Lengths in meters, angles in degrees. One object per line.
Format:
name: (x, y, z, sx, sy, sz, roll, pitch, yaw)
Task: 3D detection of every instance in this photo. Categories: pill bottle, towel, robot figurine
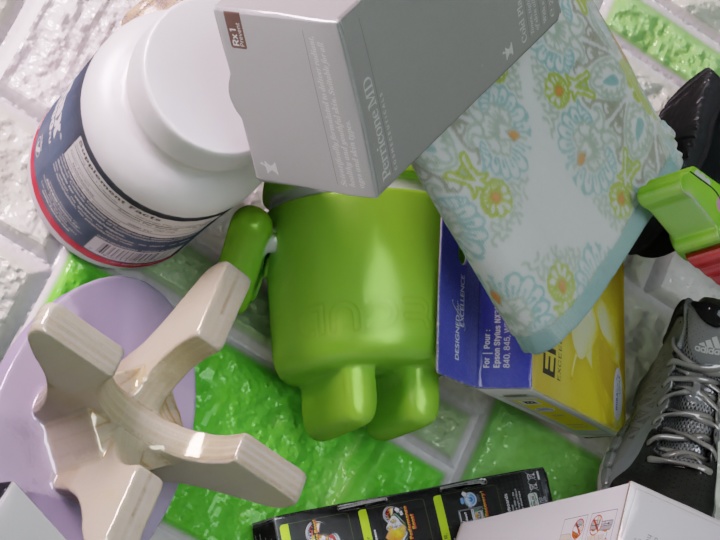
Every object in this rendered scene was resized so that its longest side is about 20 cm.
pill bottle: (-0.110, -0.080, 1.145, 0.119, 0.200, 0.121, 7, 73, -23)
towel: (0.106, -0.075, 1.190, 0.172, 0.048, 0.200, 55, 47, -19)
robot figurine: (0.000, 0.000, 1.220, 0.174, 0.116, 0.202, 1, 76, -25)

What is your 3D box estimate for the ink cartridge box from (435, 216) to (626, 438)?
ink cartridge box: (0.112, -0.011, 1.256, 0.200, 0.047, 0.200, 29, 60, -59)

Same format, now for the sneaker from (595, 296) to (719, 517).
sneaker: (0.198, 0.080, 1.233, 0.074, 0.116, 0.200, 17, 32, 3)

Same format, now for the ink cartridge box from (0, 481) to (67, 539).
ink cartridge box: (-0.167, 0.194, 1.074, 0.201, 0.099, 0.039, 56, 44, -28)

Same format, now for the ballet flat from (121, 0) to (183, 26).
ballet flat: (-0.083, -0.206, 1.271, 0.067, 0.068, 0.200, 29, 61, 16)

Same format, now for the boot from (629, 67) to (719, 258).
boot: (0.261, -0.029, 1.341, 0.168, 0.076, 0.200, 42, 37, -8)

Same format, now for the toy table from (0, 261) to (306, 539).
toy table: (-0.131, 0.083, 1.119, 0.183, 0.117, 0.202, 26, 61, -31)

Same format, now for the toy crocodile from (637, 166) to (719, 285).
toy crocodile: (0.245, -0.003, 1.237, 0.200, 0.067, 0.062, 34, 57, -35)

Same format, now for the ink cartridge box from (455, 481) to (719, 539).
ink cartridge box: (0.164, 0.201, 1.143, 0.175, 0.200, 0.084, 24, 68, -17)

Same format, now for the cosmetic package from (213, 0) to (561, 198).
cosmetic package: (0.018, -0.135, 1.060, 0.200, 0.090, 0.107, -50, 136, -41)

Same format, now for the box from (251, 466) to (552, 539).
box: (0.044, 0.233, 1.219, 0.192, 0.047, 0.202, -9, 81, -24)
